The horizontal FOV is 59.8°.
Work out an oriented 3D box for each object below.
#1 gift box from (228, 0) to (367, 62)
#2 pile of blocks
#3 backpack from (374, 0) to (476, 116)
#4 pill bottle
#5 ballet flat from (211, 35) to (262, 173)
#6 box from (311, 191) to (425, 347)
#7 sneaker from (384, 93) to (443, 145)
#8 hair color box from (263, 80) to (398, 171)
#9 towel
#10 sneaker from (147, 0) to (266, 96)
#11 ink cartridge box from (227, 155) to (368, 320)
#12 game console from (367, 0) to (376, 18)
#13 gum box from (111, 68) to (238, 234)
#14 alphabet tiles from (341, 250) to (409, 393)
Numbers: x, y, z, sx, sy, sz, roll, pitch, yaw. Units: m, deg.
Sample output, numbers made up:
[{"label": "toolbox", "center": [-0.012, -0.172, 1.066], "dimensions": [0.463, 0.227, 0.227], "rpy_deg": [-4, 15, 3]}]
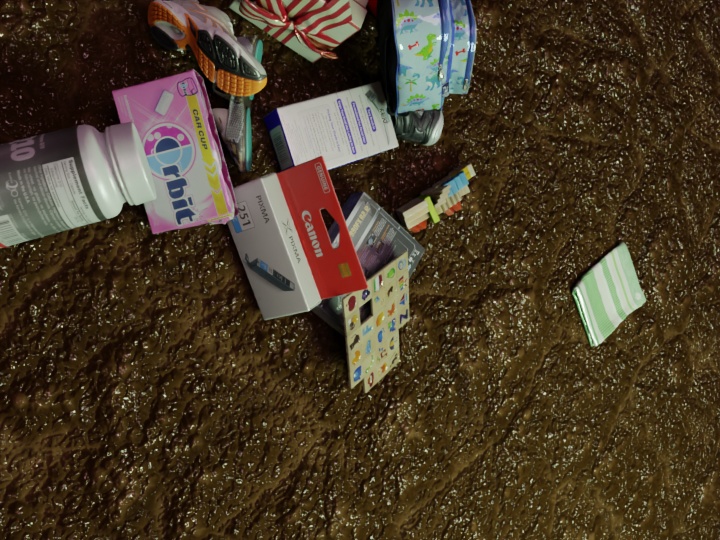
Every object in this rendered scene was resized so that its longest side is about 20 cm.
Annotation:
[{"label": "gift box", "center": [-0.079, -0.435, 0.911], "dimensions": [0.182, 0.199, 0.190], "rpy_deg": [24, 79, -22]}, {"label": "pile of blocks", "center": [0.149, -0.121, 1.104], "dimensions": [0.199, 0.082, 0.063], "rpy_deg": [-36, 106, -26]}, {"label": "backpack", "center": [0.095, -0.360, 0.938], "dimensions": [0.144, 0.201, 0.187], "rpy_deg": [-9, 68, 2]}, {"label": "pill bottle", "center": [-0.358, -0.108, 0.754], "dimensions": [0.196, 0.114, 0.116], "rpy_deg": [-17, 98, -11]}, {"label": "ballet flat", "center": [-0.186, -0.246, 0.925], "dimensions": [0.071, 0.072, 0.205], "rpy_deg": [7, 86, -30]}, {"label": "box", "center": [0.000, 0.000, 1.032], "dimensions": [0.158, 0.048, 0.202], "rpy_deg": [39, 71, -24]}, {"label": "sneaker", "center": [0.075, -0.315, 1.067], "dimensions": [0.112, 0.075, 0.205], "rpy_deg": [-8, 91, -27]}, {"label": "hair color box", "center": [-0.044, -0.222, 1.002], "dimensions": [0.197, 0.064, 0.112], "rpy_deg": [-22, 100, -27]}, {"label": "towel", "center": [0.545, 0.052, 1.371], "dimensions": [0.198, 0.023, 0.155], "rpy_deg": [-32, 104, -27]}, {"label": "sneaker", "center": [-0.195, -0.321, 0.865], "dimensions": [0.199, 0.076, 0.092], "rpy_deg": [38, 49, 11]}, {"label": "ink cartridge box", "center": [-0.100, -0.042, 0.904], "dimensions": [0.045, 0.173, 0.204], "rpy_deg": [-35, 108, -56]}, {"label": "game console", "center": [0.051, -0.544, 1.090], "dimensions": [0.171, 0.119, 0.201], "rpy_deg": [-38, 110, 8]}, {"label": "gum box", "center": [-0.247, -0.153, 0.853], "dimensions": [0.111, 0.066, 0.204], "rpy_deg": [-14, 98, -2]}, {"label": "alphabet tiles", "center": [0.030, 0.092, 1.012], "dimensions": [0.166, 0.007, 0.204], "rpy_deg": [-36, 133, -42]}]
